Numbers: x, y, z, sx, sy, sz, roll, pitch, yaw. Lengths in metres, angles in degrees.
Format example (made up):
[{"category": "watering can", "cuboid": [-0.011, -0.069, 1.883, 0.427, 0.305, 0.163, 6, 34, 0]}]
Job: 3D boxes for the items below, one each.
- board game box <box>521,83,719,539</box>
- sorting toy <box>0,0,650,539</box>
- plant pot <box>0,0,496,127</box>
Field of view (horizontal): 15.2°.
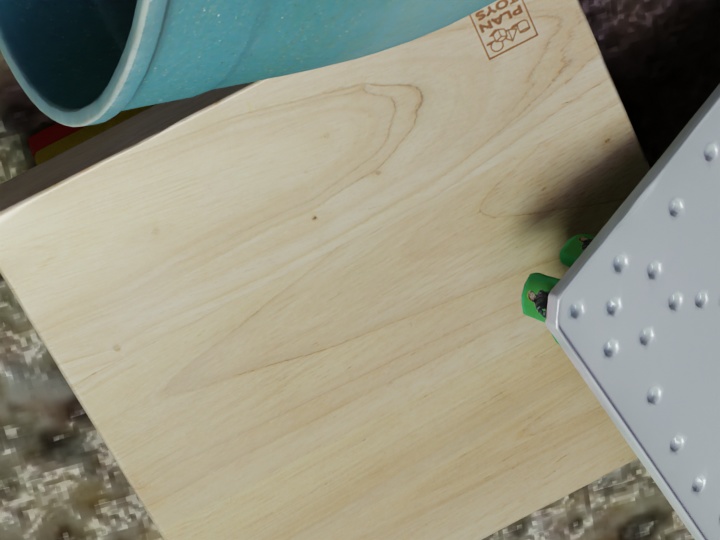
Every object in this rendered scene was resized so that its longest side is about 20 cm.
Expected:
[{"category": "board game box", "cuboid": [0.159, 0.003, 0.925, 0.200, 0.026, 0.200, -50, 127, -17]}, {"category": "sorting toy", "cuboid": [0.000, 0.000, 0.912, 0.199, 0.070, 0.199, -27, 122, 0]}, {"category": "plant pot", "cuboid": [-0.004, -0.150, 0.761, 0.187, 0.200, 0.201, -8, 121, -23]}]
